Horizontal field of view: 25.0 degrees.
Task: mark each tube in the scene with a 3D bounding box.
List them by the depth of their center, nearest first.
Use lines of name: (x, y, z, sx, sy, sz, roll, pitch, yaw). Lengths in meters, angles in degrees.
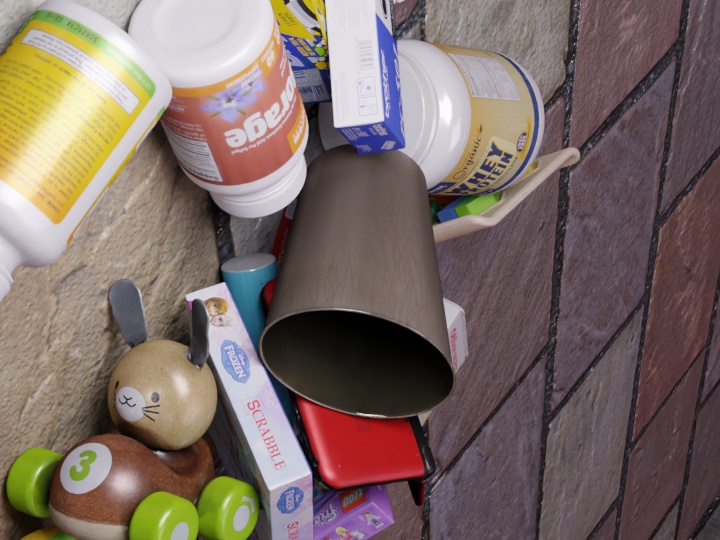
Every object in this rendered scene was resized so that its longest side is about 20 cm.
tube: (-0.085, 0.085, 1.495, 0.077, 0.050, 0.201, -58, 140, -68)

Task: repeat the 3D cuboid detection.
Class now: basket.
basket: (0.000, 0.000, 1.396, 0.180, 0.136, 0.200, 28, 45, -30)

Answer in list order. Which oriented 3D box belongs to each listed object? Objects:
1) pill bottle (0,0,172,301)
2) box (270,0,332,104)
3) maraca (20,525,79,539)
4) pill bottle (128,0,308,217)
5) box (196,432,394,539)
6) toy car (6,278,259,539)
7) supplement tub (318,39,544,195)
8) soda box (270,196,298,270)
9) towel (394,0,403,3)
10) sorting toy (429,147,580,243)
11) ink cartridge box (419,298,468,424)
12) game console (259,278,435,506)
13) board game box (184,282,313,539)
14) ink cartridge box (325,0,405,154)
pill bottle: (-0.225, -0.073, 1.093, 0.200, 0.111, 0.111, -57, 153, -17)
box: (-0.061, -0.220, 1.306, 0.200, 0.064, 0.070, 70, 17, -57)
maraca: (-0.273, 0.293, 1.338, 0.200, 0.107, 0.137, -50, 147, -9)
pill bottle: (-0.103, -0.132, 1.275, 0.112, 0.112, 0.200, -54, 152, -22)
box: (-0.069, 0.229, 1.535, 0.200, 0.137, 0.039, -33, 126, 15)
toy car: (-0.174, 0.113, 1.315, 0.158, 0.164, 0.201, -5, 106, -57)
supplement tub: (0.068, -0.143, 1.541, 0.200, 0.144, 0.145, -3, 116, -52)
soda box: (-0.055, 0.025, 1.564, 0.070, 0.063, 0.201, -9, 121, -59)
towel: (0.040, -0.312, 1.486, 0.200, 0.030, 0.147, -31, 138, -49)
sorting toy: (0.110, -0.074, 1.699, 0.200, 0.185, 0.037, -34, 103, -44)
ink cartridge box: (0.031, 0.130, 1.779, 0.200, 0.083, 0.145, -55, 161, -20)
game console: (-0.015, 0.116, 1.479, 0.172, 0.201, 0.119, -4, 154, -34)
board game box: (-0.095, 0.146, 1.416, 0.041, 0.200, 0.200, -19, 150, -13)
ink cartridge box: (0.001, -0.205, 1.339, 0.094, 0.044, 0.201, 36, 49, -75)
